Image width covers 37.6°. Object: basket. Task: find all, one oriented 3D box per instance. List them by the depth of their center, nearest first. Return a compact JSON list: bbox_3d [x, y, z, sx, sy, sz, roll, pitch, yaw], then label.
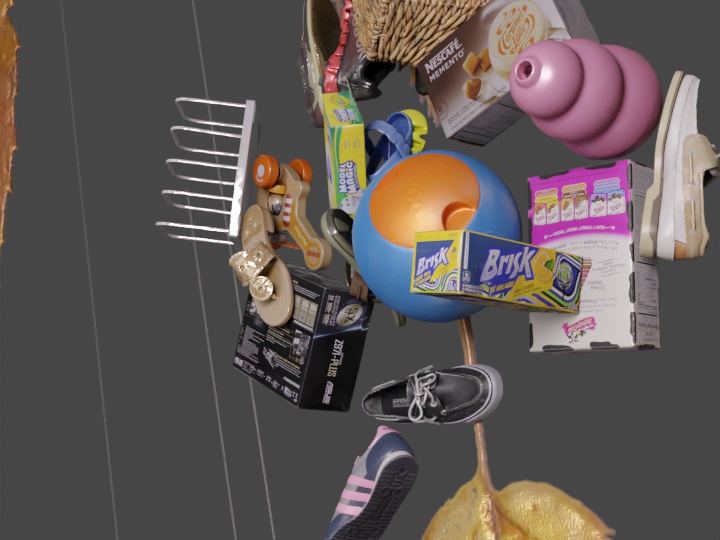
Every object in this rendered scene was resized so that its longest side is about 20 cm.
[{"bbox_3d":[0.075,-0.357,1.363,0.143,0.148,0.201,107,159,-49],"label":"basket"}]

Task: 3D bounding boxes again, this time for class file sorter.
[{"bbox_3d":[-0.225,-0.146,1.582,0.139,0.123,0.202,110,167,-83],"label":"file sorter"}]

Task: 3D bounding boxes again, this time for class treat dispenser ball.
[{"bbox_3d":[0.090,-0.040,1.243,0.200,0.200,0.203,-8,78,44],"label":"treat dispenser ball"}]

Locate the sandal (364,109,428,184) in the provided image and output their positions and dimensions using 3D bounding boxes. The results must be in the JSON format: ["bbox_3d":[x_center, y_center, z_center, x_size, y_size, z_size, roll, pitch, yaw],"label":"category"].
[{"bbox_3d":[0.038,-0.117,1.390,0.079,0.087,0.202,-9,79,42],"label":"sandal"}]

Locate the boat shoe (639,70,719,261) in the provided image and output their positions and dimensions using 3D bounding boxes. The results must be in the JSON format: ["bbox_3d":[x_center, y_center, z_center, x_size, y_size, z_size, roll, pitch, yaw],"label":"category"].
[{"bbox_3d":[0.338,-0.107,1.099,0.068,0.075,0.202,8,83,19],"label":"boat shoe"}]

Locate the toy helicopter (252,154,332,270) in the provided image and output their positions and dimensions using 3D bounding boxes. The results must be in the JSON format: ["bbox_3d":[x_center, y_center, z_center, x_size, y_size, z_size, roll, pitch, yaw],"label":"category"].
[{"bbox_3d":[-0.101,-0.066,1.530,0.200,0.078,0.133,54,127,36],"label":"toy helicopter"}]

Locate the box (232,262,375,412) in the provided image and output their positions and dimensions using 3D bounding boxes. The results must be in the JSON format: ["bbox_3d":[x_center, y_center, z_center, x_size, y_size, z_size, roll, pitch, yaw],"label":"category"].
[{"bbox_3d":[-0.082,0.086,1.460,0.200,0.086,0.165,20,98,55],"label":"box"}]

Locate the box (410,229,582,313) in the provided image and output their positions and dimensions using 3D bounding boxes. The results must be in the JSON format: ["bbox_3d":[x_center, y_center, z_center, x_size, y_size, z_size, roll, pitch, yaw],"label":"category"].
[{"bbox_3d":[0.144,0.003,1.094,0.070,0.199,0.065,-1,83,46],"label":"box"}]

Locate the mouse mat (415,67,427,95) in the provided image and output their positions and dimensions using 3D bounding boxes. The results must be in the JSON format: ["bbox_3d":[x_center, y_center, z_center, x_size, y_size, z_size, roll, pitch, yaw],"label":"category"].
[{"bbox_3d":[0.131,-0.340,1.384,0.160,0.007,0.202,-8,79,45],"label":"mouse mat"}]

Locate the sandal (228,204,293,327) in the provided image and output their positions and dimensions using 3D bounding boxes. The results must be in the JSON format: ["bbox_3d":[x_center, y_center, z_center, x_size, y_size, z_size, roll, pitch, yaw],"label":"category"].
[{"bbox_3d":[-0.152,-0.013,1.449,0.078,0.069,0.213,-46,41,30],"label":"sandal"}]

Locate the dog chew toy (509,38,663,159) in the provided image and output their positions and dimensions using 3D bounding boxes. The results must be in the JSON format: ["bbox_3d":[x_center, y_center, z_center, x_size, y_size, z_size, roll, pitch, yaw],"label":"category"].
[{"bbox_3d":[0.232,-0.188,1.119,0.124,0.199,0.126,-9,77,44],"label":"dog chew toy"}]

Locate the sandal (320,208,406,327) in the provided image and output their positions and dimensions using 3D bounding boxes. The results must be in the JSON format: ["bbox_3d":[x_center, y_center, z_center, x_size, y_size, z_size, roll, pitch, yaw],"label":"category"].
[{"bbox_3d":[-0.001,-0.001,1.346,0.057,0.201,0.080,-29,37,16],"label":"sandal"}]

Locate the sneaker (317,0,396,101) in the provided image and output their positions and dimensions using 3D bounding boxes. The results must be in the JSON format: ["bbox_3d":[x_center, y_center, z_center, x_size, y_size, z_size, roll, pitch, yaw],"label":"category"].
[{"bbox_3d":[0.013,-0.320,1.459,0.097,0.071,0.202,9,79,28],"label":"sneaker"}]

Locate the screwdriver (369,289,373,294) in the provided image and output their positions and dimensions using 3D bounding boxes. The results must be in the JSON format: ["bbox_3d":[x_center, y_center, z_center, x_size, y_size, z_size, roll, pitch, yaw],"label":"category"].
[{"bbox_3d":[-0.011,0.060,1.452,0.028,0.029,0.201,48,114,38],"label":"screwdriver"}]

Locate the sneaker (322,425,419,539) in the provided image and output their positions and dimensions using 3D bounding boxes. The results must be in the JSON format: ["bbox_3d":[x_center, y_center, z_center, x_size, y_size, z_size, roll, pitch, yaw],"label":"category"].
[{"bbox_3d":[0.006,0.292,1.385,0.201,0.070,0.082,-56,33,21],"label":"sneaker"}]

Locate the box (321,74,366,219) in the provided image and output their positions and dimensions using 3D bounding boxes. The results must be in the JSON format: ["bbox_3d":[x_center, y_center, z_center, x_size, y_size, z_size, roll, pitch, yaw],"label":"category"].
[{"bbox_3d":[-0.020,-0.144,1.386,0.118,0.048,0.201,-105,12,-60],"label":"box"}]

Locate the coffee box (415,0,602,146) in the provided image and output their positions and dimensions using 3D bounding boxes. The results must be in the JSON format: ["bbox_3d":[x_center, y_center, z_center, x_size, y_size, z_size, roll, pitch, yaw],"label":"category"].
[{"bbox_3d":[0.176,-0.253,1.267,0.200,0.079,0.115,-35,65,37],"label":"coffee box"}]

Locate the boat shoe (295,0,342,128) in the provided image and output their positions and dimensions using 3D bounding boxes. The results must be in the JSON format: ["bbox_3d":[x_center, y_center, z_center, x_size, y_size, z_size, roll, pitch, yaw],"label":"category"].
[{"bbox_3d":[-0.064,-0.303,1.531,0.066,0.072,0.202,-18,76,37],"label":"boat shoe"}]

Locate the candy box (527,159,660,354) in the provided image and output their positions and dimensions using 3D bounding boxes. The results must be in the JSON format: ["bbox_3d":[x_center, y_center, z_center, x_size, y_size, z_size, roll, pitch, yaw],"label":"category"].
[{"bbox_3d":[0.256,-0.010,1.168,0.136,0.061,0.202,-6,79,45],"label":"candy box"}]

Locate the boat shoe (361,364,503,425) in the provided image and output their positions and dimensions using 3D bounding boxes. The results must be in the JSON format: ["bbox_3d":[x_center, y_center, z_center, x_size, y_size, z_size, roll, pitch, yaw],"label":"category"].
[{"bbox_3d":[0.084,0.155,1.313,0.199,0.068,0.074,-9,78,44],"label":"boat shoe"}]
